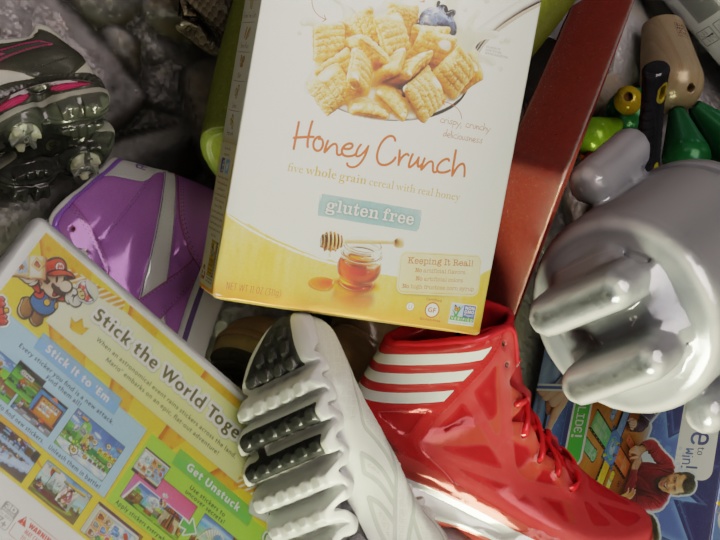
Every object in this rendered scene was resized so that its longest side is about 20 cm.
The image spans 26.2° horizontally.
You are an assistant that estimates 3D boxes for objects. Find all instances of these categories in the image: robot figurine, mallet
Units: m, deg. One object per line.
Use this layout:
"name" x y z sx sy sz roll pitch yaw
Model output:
"robot figurine" 0.171 0.005 0.861 0.199 0.112 0.171 -28 96 -50
"mallet" 0.173 -0.037 0.982 0.066 0.041 0.201 -36 138 -26

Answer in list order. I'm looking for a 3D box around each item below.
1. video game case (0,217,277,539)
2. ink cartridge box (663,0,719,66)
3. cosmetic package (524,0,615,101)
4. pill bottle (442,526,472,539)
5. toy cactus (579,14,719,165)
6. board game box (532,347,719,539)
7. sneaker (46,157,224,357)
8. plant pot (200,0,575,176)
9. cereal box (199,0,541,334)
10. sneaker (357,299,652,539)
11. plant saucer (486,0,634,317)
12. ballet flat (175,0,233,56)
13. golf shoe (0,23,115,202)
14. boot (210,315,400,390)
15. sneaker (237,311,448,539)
"video game case" -0.131 0.107 0.737 0.200 0.023 0.183 42 59 -16
"ink cartridge box" 0.293 -0.230 1.175 0.160 0.047 0.201 44 42 -15
"cosmetic package" 0.121 -0.225 1.034 0.106 0.090 0.202 25 69 -24
"pill bottle" -0.020 0.220 0.815 0.199 0.111 0.112 -35 96 -33
"toy cactus" 0.223 -0.103 1.070 0.198 0.102 0.167 4 65 -22
"board game box" 0.164 0.120 0.940 0.034 0.134 0.202 40 58 -48
"sneaker" -0.139 0.034 0.822 0.113 0.073 0.202 24 61 -15
"plant pot" 0.000 -0.125 0.852 0.187 0.187 0.201 38 68 -18
"cereal box" 0.007 -0.078 0.756 0.142 0.039 0.203 8 96 -18
"sneaker" 0.089 0.087 0.827 0.198 0.078 0.117 18 104 -23
"plant saucer" 0.101 -0.047 0.904 0.036 0.201 0.201 21 45 7
"ballet flat" -0.115 -0.219 0.906 0.046 0.067 0.202 -22 94 -1
"golf shoe" -0.228 -0.072 0.797 0.198 0.078 0.088 -14 54 -26
"boot" 0.000 0.000 0.898 0.175 0.066 0.202 45 56 -48
"sneaker" -0.003 0.118 0.762 0.080 0.075 0.202 -12 85 -42
